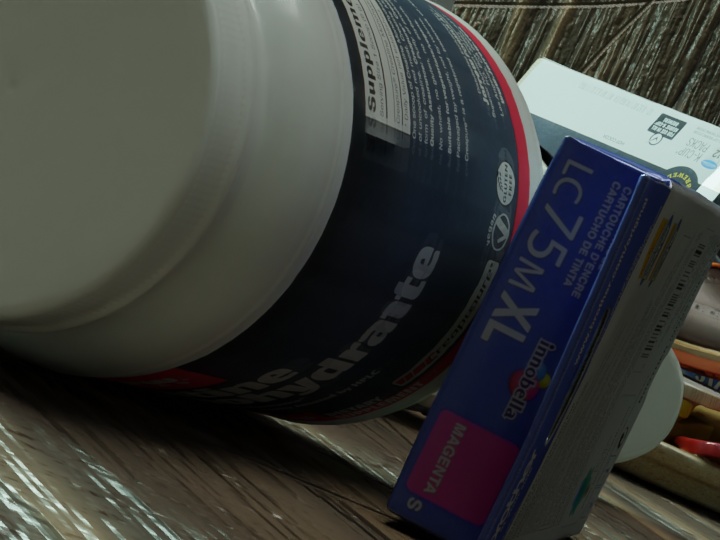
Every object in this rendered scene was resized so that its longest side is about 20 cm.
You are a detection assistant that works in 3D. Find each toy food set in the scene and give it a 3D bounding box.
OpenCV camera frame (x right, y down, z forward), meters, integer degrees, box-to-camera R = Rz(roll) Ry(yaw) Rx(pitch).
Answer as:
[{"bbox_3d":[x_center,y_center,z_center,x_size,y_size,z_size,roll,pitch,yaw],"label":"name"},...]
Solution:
[{"bbox_3d":[0.142,0.069,1.321,0.200,0.049,0.198,25,4,2],"label":"toy food set"}]

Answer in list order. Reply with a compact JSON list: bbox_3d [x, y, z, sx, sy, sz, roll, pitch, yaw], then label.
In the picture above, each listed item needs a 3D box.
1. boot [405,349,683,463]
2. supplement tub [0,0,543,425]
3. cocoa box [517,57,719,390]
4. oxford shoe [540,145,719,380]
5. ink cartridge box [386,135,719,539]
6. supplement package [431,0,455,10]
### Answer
[{"bbox_3d":[0.024,0.016,1.097,0.200,0.073,0.090,20,6,-25],"label":"boot"},{"bbox_3d":[-0.045,-0.033,0.822,0.140,0.140,0.200,26,4,28],"label":"supplement tub"},{"bbox_3d":[0.144,-0.004,1.512,0.133,0.131,0.200,46,-10,-36],"label":"cocoa box"},{"bbox_3d":[0.139,0.000,1.324,0.200,0.073,0.071,26,4,28],"label":"oxford shoe"},{"bbox_3d":[0.061,0.024,0.852,0.042,0.119,0.200,26,4,10],"label":"ink cartridge box"},{"bbox_3d":[-0.064,-0.106,1.285,0.156,0.200,0.111,21,5,-40],"label":"supplement package"}]
